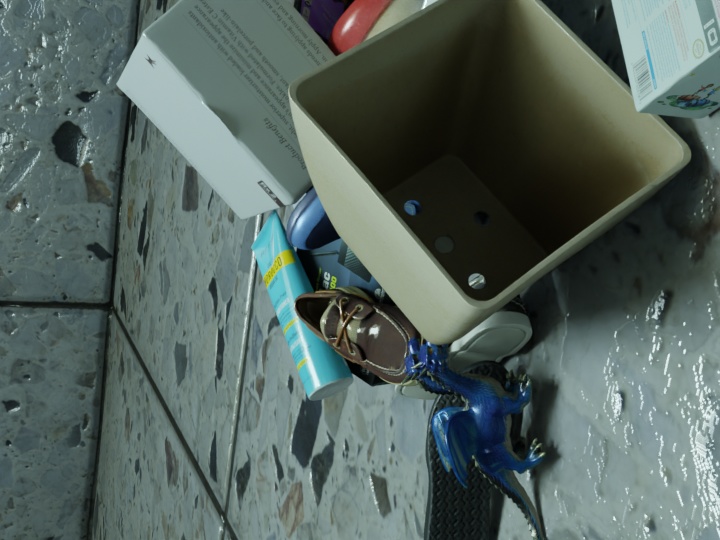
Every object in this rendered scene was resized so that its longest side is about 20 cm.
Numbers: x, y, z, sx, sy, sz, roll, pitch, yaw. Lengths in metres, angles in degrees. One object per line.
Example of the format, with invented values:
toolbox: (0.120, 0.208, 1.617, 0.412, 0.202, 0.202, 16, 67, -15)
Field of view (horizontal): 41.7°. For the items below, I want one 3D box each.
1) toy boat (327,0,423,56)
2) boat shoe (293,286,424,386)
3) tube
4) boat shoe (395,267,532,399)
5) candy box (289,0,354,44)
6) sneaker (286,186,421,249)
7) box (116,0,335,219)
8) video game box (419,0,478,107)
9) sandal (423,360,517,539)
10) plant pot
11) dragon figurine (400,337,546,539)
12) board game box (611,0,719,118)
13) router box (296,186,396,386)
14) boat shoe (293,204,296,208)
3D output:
toy boat: (0.015, -0.282, 0.905, 0.131, 0.130, 0.201, 103, -170, -73)
boat shoe: (-0.005, 0.056, 0.883, 0.200, 0.072, 0.072, 32, 110, 59)
tube: (-0.067, 0.038, 1.005, 0.077, 0.050, 0.200, -47, 59, 44)
boat shoe: (0.087, 0.063, 0.852, 0.200, 0.074, 0.061, 125, 147, -57)
candy box: (-0.037, -0.334, 1.028, 0.071, 0.168, 0.201, 8, 87, 30)
sneaker: (0.029, -0.061, 0.868, 0.074, 0.199, 0.082, 83, 161, -67)
box: (-0.115, -0.169, 0.925, 0.131, 0.199, 0.200, -46, 14, -16)
video game box: (0.094, -0.257, 0.790, 0.200, 0.047, 0.182, -64, -1, -52)
sandal: (0.088, 0.171, 0.842, 0.048, 0.075, 0.201, -109, 27, -75)
plant pot: (0.078, -0.060, 0.701, 0.200, 0.200, 0.177, 50, 159, 17)
dragon figurine: (0.093, 0.140, 0.774, 0.059, 0.099, 0.201, -168, 68, -79)
board game box: (0.235, -0.203, 0.559, 0.200, 0.064, 0.148, 137, 130, -59)
router box: (0.000, 0.000, 1.003, 0.150, 0.062, 0.201, 29, 117, 40)
boat shoe: (-0.012, -0.032, 1.098, 0.069, 0.057, 0.200, -48, 62, 39)
